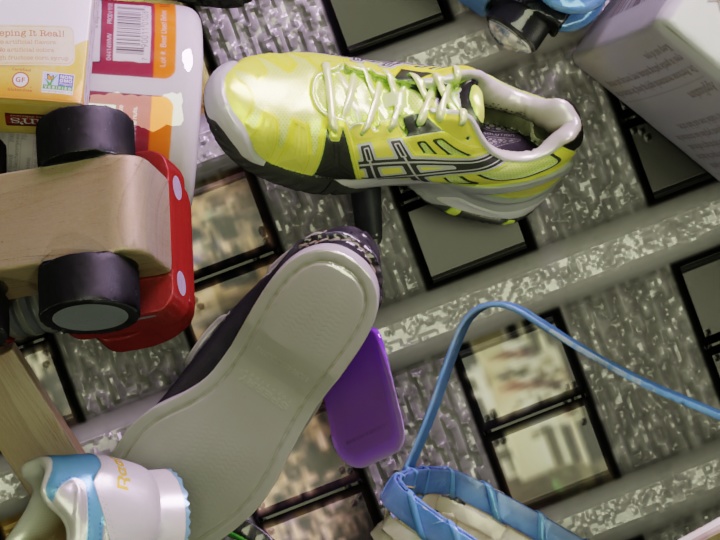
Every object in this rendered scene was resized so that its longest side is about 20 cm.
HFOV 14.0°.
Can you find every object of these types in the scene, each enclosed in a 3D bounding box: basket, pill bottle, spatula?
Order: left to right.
[{"bbox_3d":[-0.179,-0.081,1.429,0.199,0.110,0.110,4,88,-6],"label":"pill bottle"},{"bbox_3d":[0.000,0.000,1.463,0.020,0.056,0.201,17,61,-32],"label":"spatula"},{"bbox_3d":[0.094,0.137,1.432,0.176,0.139,0.201,26,94,15],"label":"basket"}]

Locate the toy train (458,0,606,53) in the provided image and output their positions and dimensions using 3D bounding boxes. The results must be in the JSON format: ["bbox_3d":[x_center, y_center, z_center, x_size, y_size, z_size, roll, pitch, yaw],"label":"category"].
[{"bbox_3d":[0.105,-0.210,1.483,0.114,0.087,0.201,33,85,1],"label":"toy train"}]

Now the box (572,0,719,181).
[{"bbox_3d":[0.242,-0.134,1.438,0.171,0.199,0.200,39,84,-5],"label":"box"}]

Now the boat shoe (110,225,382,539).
[{"bbox_3d":[-0.057,0.059,1.429,0.074,0.060,0.200,34,110,-3],"label":"boat shoe"}]

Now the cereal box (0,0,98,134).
[{"bbox_3d":[-0.191,-0.163,1.380,0.143,0.040,0.201,3,66,-1],"label":"cereal box"}]

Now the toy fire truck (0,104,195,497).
[{"bbox_3d":[-0.153,0.025,1.399,0.175,0.200,0.129,-10,70,15],"label":"toy fire truck"}]

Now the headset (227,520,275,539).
[{"bbox_3d":[-0.064,0.215,1.468,0.123,0.094,0.201,-30,77,-3],"label":"headset"}]

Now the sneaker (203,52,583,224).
[{"bbox_3d":[0.018,-0.079,1.443,0.199,0.076,0.076,7,61,-28],"label":"sneaker"}]

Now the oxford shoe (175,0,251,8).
[{"bbox_3d":[-0.133,-0.197,1.458,0.199,0.073,0.085,30,81,-6],"label":"oxford shoe"}]

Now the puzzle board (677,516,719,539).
[{"bbox_3d":[0.129,0.214,1.381,0.150,0.017,0.201,-27,130,-4],"label":"puzzle board"}]

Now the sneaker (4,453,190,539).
[{"bbox_3d":[-0.152,0.180,1.395,0.080,0.076,0.201,16,97,-28],"label":"sneaker"}]
